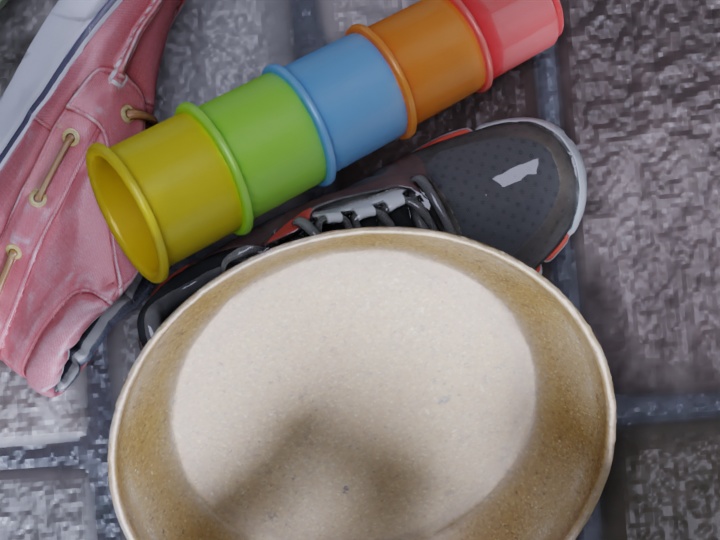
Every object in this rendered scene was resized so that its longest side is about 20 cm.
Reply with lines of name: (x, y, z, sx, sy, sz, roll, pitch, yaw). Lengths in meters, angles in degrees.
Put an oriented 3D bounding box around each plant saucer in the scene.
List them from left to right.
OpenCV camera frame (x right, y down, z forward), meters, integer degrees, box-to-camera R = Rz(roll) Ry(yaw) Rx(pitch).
plant saucer: (0.000, 0.061, 0.943, 0.199, 0.036, 0.201, -4, 122, -6)

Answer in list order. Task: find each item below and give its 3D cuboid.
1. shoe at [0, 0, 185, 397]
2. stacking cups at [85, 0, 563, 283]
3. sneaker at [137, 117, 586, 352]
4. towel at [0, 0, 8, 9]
shoe: (-0.104, -0.048, 0.988, 0.091, 0.071, 0.201, 36, 96, 6)
stacking cups: (-0.011, -0.066, 0.958, 0.199, 0.061, 0.061, -29, 83, -21)
sneaker: (0.000, 0.000, 0.963, 0.199, 0.082, 0.077, -28, 84, 5)
towel: (-0.199, -0.196, 1.006, 0.200, 0.048, 0.171, 40, 79, 11)
